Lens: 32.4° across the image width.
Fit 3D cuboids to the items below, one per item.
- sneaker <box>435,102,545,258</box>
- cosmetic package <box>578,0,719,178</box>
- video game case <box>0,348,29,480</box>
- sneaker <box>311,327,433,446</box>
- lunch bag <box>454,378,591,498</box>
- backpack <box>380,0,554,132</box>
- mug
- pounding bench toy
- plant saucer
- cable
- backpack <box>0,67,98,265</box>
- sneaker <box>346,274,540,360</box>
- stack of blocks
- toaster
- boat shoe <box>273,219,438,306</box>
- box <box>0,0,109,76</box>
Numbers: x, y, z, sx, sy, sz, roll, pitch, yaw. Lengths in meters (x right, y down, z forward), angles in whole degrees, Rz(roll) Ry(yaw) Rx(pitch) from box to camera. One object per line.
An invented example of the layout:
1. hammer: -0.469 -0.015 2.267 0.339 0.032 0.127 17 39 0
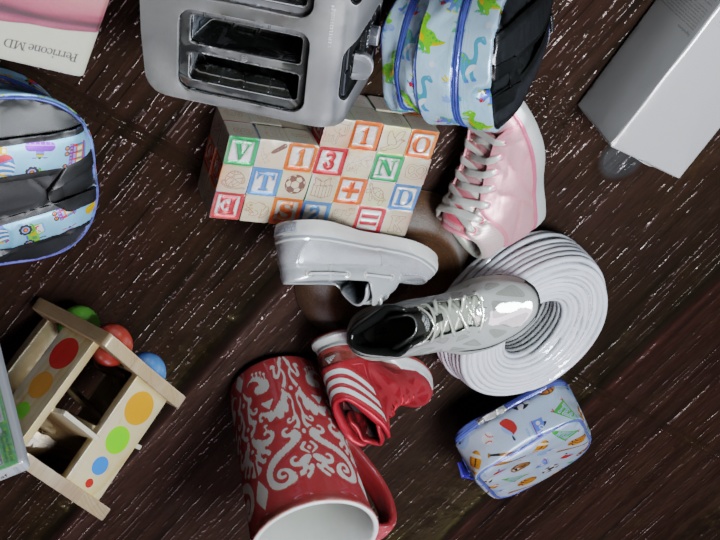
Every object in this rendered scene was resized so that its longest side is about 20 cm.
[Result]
1. sneaker: 0.122 -0.090 1.216 0.104 0.075 0.201 -36 140 -16
2. cosmetic package: 0.322 -0.203 1.214 0.107 0.085 0.200 20 118 -34
3. video game case: -0.400 0.120 1.095 0.181 0.201 0.022 -22 150 -5
4. sneaker: 0.018 0.146 1.334 0.078 0.116 0.199 -25 147 29
5. lunch bag: 0.191 0.204 1.475 0.159 0.076 0.200 -29 154 4
6. backpack: 0.095 -0.199 1.043 0.152 0.201 0.164 4 131 2
7. mug: -0.061 0.211 1.313 0.133 0.201 0.178 -27 138 8
8. pounding bench toy: -0.295 0.112 1.195 0.157 0.199 0.124 -56 137 -15
9. plant saucer: 0.031 0.007 1.299 0.199 0.037 0.201 -12 132 -13
10. cable: 0.176 0.052 1.352 0.199 0.069 0.201 -28 138 -12
11. backpack: -0.317 -0.089 0.997 0.198 0.135 0.184 -10 131 -15
12. sneaker: 0.082 0.056 1.212 0.199 0.115 0.076 -13 92 3
13. stack of blocks: -0.040 -0.103 1.152 0.198 0.059 0.116 4 122 -23
14. toaster: -0.076 -0.226 0.950 0.198 0.119 0.182 13 128 4
15. boat shoe: 0.000 0.000 1.177 0.072 0.069 0.199 -8 166 38
16. box: -0.239 -0.263 0.902 0.127 0.109 0.201 9 124 -29
